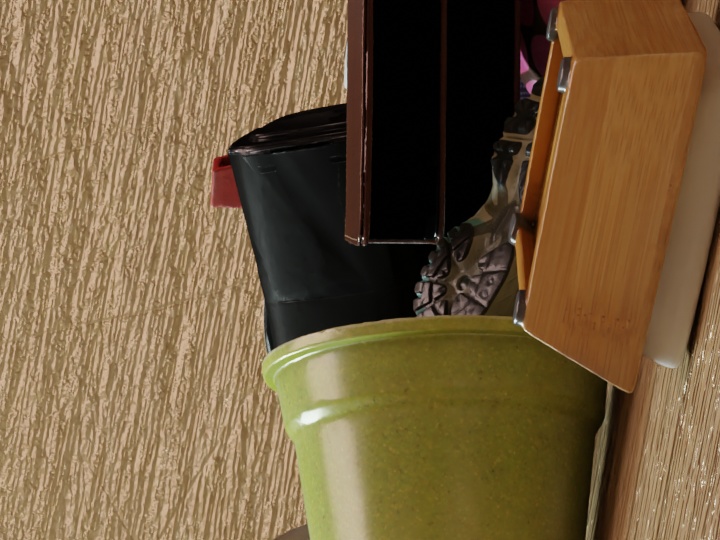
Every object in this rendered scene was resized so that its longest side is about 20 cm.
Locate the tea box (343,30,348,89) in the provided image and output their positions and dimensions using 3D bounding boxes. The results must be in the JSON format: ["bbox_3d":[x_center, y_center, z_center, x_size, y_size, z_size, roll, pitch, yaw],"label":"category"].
[{"bbox_3d":[0.100,-0.235,1.967,0.134,0.197,0.200,98,-179,-61],"label":"tea box"}]

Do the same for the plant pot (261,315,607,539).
[{"bbox_3d":[0.048,0.138,1.428,0.200,0.200,0.184,99,170,-74],"label":"plant pot"}]

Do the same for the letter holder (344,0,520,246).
[{"bbox_3d":[0.043,-0.114,1.497,0.142,0.101,0.200,-141,52,-88],"label":"letter holder"}]

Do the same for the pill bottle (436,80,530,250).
[{"bbox_3d":[0.113,-0.076,1.672,0.111,0.111,0.200,100,180,-50],"label":"pill bottle"}]

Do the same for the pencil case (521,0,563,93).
[{"bbox_3d":[0.139,-0.179,1.523,0.200,0.094,0.091,93,153,-62],"label":"pencil case"}]

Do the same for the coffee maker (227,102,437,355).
[{"bbox_3d":[0.000,0.000,1.644,0.192,0.135,0.200,-119,17,-77],"label":"coffee maker"}]

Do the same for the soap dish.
[{"bbox_3d":[0.121,-0.047,1.233,0.200,0.081,0.157,-83,3,-75],"label":"soap dish"}]

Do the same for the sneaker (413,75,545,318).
[{"bbox_3d":[0.112,-0.034,1.466,0.200,0.086,0.078,-54,46,6],"label":"sneaker"}]

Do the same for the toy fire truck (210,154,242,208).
[{"bbox_3d":[0.000,-0.013,1.765,0.049,0.200,0.141,-103,12,-78],"label":"toy fire truck"}]

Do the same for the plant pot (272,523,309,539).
[{"bbox_3d":[0.014,0.291,1.775,0.200,0.187,0.187,32,115,59],"label":"plant pot"}]
